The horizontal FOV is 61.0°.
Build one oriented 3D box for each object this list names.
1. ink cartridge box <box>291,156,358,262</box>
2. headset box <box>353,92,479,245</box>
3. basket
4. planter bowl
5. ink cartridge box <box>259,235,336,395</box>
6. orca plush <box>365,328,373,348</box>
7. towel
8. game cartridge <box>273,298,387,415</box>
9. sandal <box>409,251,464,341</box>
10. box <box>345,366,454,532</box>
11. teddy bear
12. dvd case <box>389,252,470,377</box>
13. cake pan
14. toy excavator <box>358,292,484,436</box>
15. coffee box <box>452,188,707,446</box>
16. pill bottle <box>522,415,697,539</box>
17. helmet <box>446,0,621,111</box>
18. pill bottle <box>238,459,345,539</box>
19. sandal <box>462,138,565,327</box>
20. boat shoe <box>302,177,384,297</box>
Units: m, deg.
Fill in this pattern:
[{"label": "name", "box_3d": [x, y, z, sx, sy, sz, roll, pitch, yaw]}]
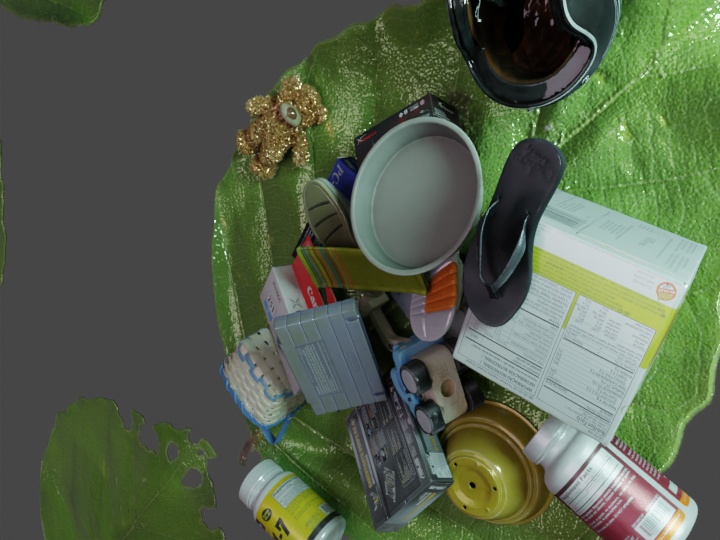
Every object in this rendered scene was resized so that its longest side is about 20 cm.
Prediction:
[{"label": "ink cartridge box", "box_3d": [-0.036, -0.076, 1.012, 0.094, 0.044, 0.202, 41, 122, 20]}, {"label": "headset box", "box_3d": [0.077, -0.118, 0.860, 0.147, 0.074, 0.204, -21, 68, 38]}, {"label": "basket", "box_3d": [-0.176, 0.212, 1.129, 0.177, 0.138, 0.201, 52, 135, 16]}, {"label": "planter bowl", "box_3d": [0.183, 0.305, 0.917, 0.197, 0.083, 0.205, 9, 106, 35]}, {"label": "ink cartridge box", "box_3d": [-0.099, 0.075, 1.014, 0.177, 0.044, 0.202, -56, 50, 47]}, {"label": "orca plush", "box_3d": [-0.005, 0.171, 1.019, 0.070, 0.105, 0.202, 26, 125, 8]}, {"label": "towel", "box_3d": [0.000, 0.000, 0.884, 0.197, 0.018, 0.087, 3, 140, 34]}, {"label": "game cartridge", "box_3d": [-0.043, 0.135, 0.922, 0.127, 0.039, 0.202, -11, 128, 10]}, {"label": "sandal", "box_3d": [0.125, 0.000, 0.882, 0.078, 0.059, 0.211, 2, 80, 43]}, {"label": "box", "box_3d": [0.055, 0.283, 0.973, 0.159, 0.048, 0.202, -54, 39, 33]}, {"label": "teddy bear", "box_3d": [-0.144, -0.237, 1.040, 0.197, 0.066, 0.148, -12, 97, 39]}, {"label": "dvd case", "box_3d": [0.131, 0.051, 0.934, 0.143, 0.017, 0.201, -46, 73, 36]}, {"label": "cake pan", "box_3d": [0.073, -0.092, 0.781, 0.198, 0.036, 0.205, -9, 76, 38]}, {"label": "toy excavator", "box_3d": [0.074, 0.132, 0.940, 0.199, 0.099, 0.198, 4, 115, 64]}, {"label": "coffee box", "box_3d": [0.258, 0.040, 0.722, 0.198, 0.198, 0.201, 27, 116, 28]}, {"label": "pill bottle", "box_3d": [0.315, 0.273, 0.792, 0.199, 0.112, 0.114, 41, 122, 23]}, {"label": "helmet", "box_3d": [0.199, -0.295, 0.692, 0.197, 0.190, 0.204, -15, 59, 26]}, {"label": "pill bottle", "box_3d": [-0.134, 0.464, 1.174, 0.198, 0.114, 0.116, 32, 118, 27]}, {"label": "sandal", "box_3d": [0.149, -0.037, 0.633, 0.075, 0.043, 0.204, 23, 113, 31]}, {"label": "boat shoe", "box_3d": [-0.014, -0.057, 0.934, 0.074, 0.068, 0.202, -23, 104, 42]}]
